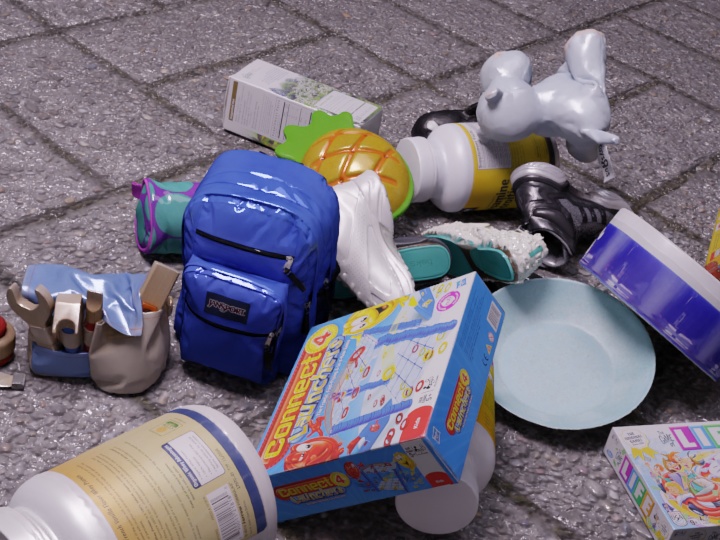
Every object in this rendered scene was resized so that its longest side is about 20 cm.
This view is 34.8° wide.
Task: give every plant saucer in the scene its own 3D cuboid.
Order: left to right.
[{"bbox_3d":[0.208,0.094,1.213,0.198,0.039,0.203,1,48,-1],"label":"plant saucer"}]

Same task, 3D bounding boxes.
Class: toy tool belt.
[{"bbox_3d":[-0.275,0.036,1.095,0.197,0.124,0.125,4,35,-11],"label":"toy tool belt"}]

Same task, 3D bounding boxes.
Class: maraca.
[{"bbox_3d":[-0.019,-0.125,1.409,0.136,0.108,0.200,-28,58,-22],"label":"maraca"}]

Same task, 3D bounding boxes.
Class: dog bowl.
[{"bbox_3d":[0.336,0.026,1.249,0.200,0.079,0.200,40,8,-6],"label":"dog bowl"}]

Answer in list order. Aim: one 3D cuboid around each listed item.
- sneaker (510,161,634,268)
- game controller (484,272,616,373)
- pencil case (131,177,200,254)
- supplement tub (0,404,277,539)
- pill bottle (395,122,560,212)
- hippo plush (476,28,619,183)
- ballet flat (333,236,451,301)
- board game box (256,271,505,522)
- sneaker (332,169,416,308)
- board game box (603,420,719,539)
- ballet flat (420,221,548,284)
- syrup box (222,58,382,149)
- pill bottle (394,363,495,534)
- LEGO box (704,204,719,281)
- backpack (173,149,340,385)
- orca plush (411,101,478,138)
[{"bbox_3d":[0.265,-0.049,1.432,0.198,0.075,0.115,23,59,-27],"label":"sneaker"},{"bbox_3d":[0.218,0.059,1.300,0.199,0.042,0.104,29,52,23],"label":"game controller"},{"bbox_3d":[-0.156,-0.067,1.313,0.198,0.085,0.093,-3,53,-22],"label":"pencil case"},{"bbox_3d":[-0.177,0.202,0.870,0.144,0.146,0.199,36,40,31],"label":"supplement tub"},{"bbox_3d":[0.148,-0.133,1.478,0.198,0.113,0.112,-5,38,-23],"label":"pill bottle"},{"bbox_3d":[0.221,-0.190,1.409,0.159,0.160,0.202,-2,60,5],"label":"hippo plush"},{"bbox_3d":[0.004,-0.005,1.301,0.197,0.074,0.073,-5,37,-13],"label":"ballet flat"},{"bbox_3d":[0.015,0.110,1.010,0.194,0.056,0.201,-20,31,33],"label":"board game box"},{"bbox_3d":[0.000,0.000,1.231,0.098,0.078,0.202,-16,79,-7],"label":"sneaker"},{"bbox_3d":[0.356,0.206,1.125,0.197,0.035,0.135,-1,36,-18],"label":"board game box"},{"bbox_3d":[0.143,-0.023,1.305,0.071,0.073,0.199,-8,12,-27],"label":"ballet flat"},{"bbox_3d":[-0.079,-0.204,1.537,0.198,0.082,0.079,22,34,15],"label":"syrup box"},{"bbox_3d":[0.073,0.144,1.065,0.103,0.105,0.201,11,34,-2],"label":"pill bottle"},{"bbox_3d":[0.499,-0.009,1.385,0.149,0.077,0.200,45,37,-6],"label":"LEGO box"},{"bbox_3d":[-0.100,-0.003,1.136,0.161,0.202,0.168,14,34,2],"label":"backpack"},{"bbox_3d":[0.175,-0.200,1.617,0.198,0.072,0.105,18,35,9],"label":"orca plush"}]
